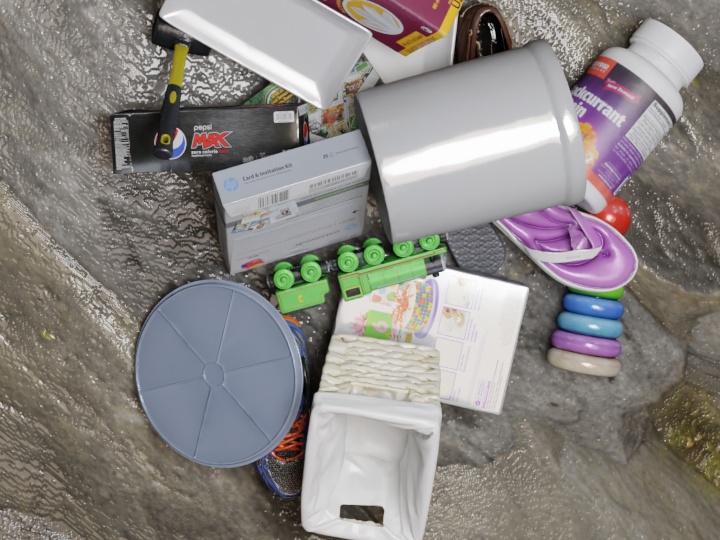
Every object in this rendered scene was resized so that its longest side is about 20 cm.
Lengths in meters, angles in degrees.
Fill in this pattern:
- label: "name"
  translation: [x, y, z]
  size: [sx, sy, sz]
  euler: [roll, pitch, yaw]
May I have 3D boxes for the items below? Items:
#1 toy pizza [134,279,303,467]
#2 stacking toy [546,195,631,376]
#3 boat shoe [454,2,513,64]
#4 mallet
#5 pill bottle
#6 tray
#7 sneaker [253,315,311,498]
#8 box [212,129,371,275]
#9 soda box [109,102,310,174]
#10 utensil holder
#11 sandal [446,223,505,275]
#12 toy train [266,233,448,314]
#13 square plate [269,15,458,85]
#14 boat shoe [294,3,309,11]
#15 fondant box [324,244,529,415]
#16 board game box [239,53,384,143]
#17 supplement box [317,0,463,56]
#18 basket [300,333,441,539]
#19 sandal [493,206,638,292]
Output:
- label: "toy pizza"
  translation: [-0.149, 0.109, 1.622]
  size: [0.199, 0.032, 0.202]
  euler: [2, 96, 20]
- label: "stacking toy"
  translation: [0.266, 0.014, 1.709]
  size: [0.085, 0.085, 0.202]
  euler: [9, 93, -13]
- label: "boat shoe"
  translation: [0.140, -0.188, 1.654]
  size: [0.070, 0.070, 0.202]
  euler: [-15, 103, -12]
- label: "mallet"
  translation: [-0.197, -0.192, 1.539]
  size: [0.065, 0.201, 0.041]
  euler: [18, 138, -6]
- label: "pill bottle"
  translation: [0.280, -0.172, 1.663]
  size: [0.111, 0.111, 0.200]
  euler: [40, 89, -14]
- label: "tray"
  translation: [-0.095, -0.253, 1.547]
  size: [0.199, 0.022, 0.108]
  euler: [29, 125, -10]
- label: "sneaker"
  translation: [-0.086, 0.153, 1.655]
  size: [0.075, 0.078, 0.202]
  euler: [-7, 100, -10]
- label: "box"
  translation: [-0.070, -0.066, 1.567]
  size: [0.155, 0.200, 0.041]
  euler: [-17, 71, -8]
- label: "soda box"
  translation: [-0.154, -0.137, 1.574]
  size: [0.198, 0.071, 0.064]
  euler: [-1, 100, 7]
- label: "utensil holder"
  translation: [0.107, -0.125, 1.531]
  size: [0.198, 0.170, 0.171]
  euler: [-15, 102, -2]
- label: "sandal"
  translation: [0.098, -0.085, 1.680]
  size: [0.076, 0.043, 0.201]
  euler: [-20, 109, 0]
- label: "toy train"
  translation: [0.000, 0.000, 1.613]
  size: [0.198, 0.042, 0.057]
  euler: [-15, 105, 2]
- label: "square plate"
  translation: [0.001, -0.207, 1.621]
  size: [0.196, 0.028, 0.202]
  euler: [5, 97, 5]
- label: "boat shoe"
  translation: [-0.081, -0.356, 1.569]
  size: [0.071, 0.066, 0.202]
  euler: [-22, 91, 2]
- label: "fondant box"
  translation: [0.071, 0.063, 1.666]
  size: [0.198, 0.058, 0.145]
  euler: [13, 96, -2]
- label: "board game box"
  translation: [-0.065, -0.155, 1.609]
  size: [0.199, 0.023, 0.105]
  euler: [-34, 95, 10]
- label: "supplement box"
  translation: [0.000, -0.305, 1.505]
  size: [0.199, 0.110, 0.086]
  euler: [29, 77, -17]
- label: "basket"
  translation: [0.014, 0.177, 1.608]
  size: [0.134, 0.124, 0.201]
  euler: [8, 132, 2]
- label: "sandal"
  translation: [0.211, -0.040, 1.647]
  size: [0.202, 0.050, 0.083]
  euler: [30, 87, -6]
